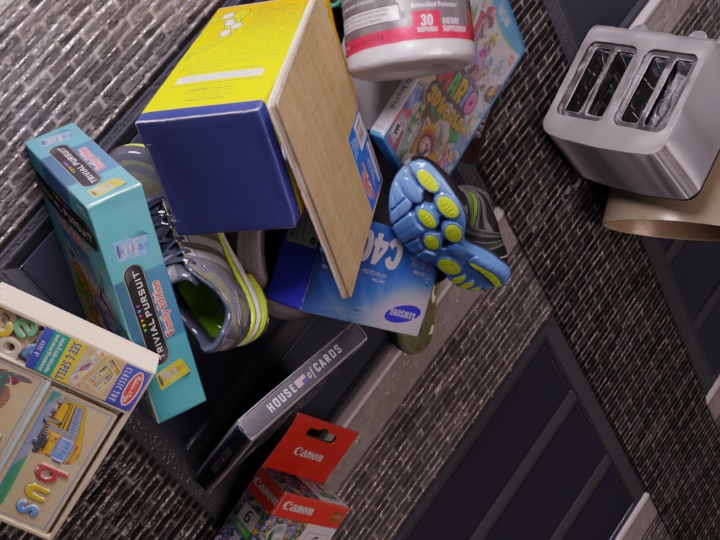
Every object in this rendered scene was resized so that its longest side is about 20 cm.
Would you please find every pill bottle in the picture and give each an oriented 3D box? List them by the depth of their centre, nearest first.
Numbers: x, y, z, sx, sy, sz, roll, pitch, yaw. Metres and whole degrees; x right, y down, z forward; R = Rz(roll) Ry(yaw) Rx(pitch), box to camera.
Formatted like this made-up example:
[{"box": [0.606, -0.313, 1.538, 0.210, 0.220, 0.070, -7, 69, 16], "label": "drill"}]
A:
[{"box": [0.033, -0.267, 1.074, 0.110, 0.110, 0.202, -7, 91, -45], "label": "pill bottle"}]

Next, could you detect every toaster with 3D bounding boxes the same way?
[{"box": [0.328, -0.182, 1.492, 0.119, 0.180, 0.201, 37, 77, -44], "label": "toaster"}]

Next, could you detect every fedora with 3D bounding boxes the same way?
[{"box": [-0.065, -0.051, 1.192, 0.200, 0.090, 0.178, -35, 130, -41], "label": "fedora"}]

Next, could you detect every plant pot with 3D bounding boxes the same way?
[{"box": [0.405, -0.148, 1.604, 0.187, 0.186, 0.202, 11, 83, -48], "label": "plant pot"}]

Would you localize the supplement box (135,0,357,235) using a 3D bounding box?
[{"box": [-0.088, -0.132, 1.061, 0.201, 0.109, 0.110, -67, 148, -50], "label": "supplement box"}]

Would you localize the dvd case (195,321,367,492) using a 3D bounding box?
[{"box": [-0.078, 0.131, 1.206, 0.150, 0.025, 0.200, -40, 175, -28], "label": "dvd case"}]

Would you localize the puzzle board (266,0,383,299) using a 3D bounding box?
[{"box": [-0.027, -0.100, 1.042, 0.151, 0.017, 0.201, -75, 154, -44], "label": "puzzle board"}]

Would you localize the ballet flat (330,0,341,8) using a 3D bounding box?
[{"box": [-0.040, -0.316, 1.128, 0.071, 0.067, 0.201, -51, 137, -30], "label": "ballet flat"}]

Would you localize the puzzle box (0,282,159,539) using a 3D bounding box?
[{"box": [-0.257, 0.116, 0.994, 0.132, 0.025, 0.201, 26, 118, -16], "label": "puzzle box"}]

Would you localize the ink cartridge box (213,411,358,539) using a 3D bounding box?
[{"box": [-0.073, 0.250, 1.309, 0.109, 0.050, 0.201, 25, 100, -48], "label": "ink cartridge box"}]

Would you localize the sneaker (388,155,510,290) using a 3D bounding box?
[{"box": [0.082, -0.051, 1.204, 0.200, 0.070, 0.083, 41, 38, -51], "label": "sneaker"}]

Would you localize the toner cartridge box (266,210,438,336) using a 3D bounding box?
[{"box": [0.000, 0.000, 1.185, 0.199, 0.043, 0.096, 15, 93, -55], "label": "toner cartridge box"}]

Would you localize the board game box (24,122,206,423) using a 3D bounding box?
[{"box": [-0.197, 0.001, 1.027, 0.047, 0.151, 0.201, -25, 124, -21], "label": "board game box"}]

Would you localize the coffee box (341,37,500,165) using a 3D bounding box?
[{"box": [0.058, -0.179, 1.247, 0.200, 0.079, 0.114, 7, 103, -60], "label": "coffee box"}]

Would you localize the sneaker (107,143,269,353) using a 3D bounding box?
[{"box": [-0.150, -0.018, 1.069, 0.201, 0.074, 0.081, 54, 18, -4], "label": "sneaker"}]

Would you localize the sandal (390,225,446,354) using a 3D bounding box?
[{"box": [0.071, 0.000, 1.381, 0.079, 0.057, 0.203, -26, 123, -37], "label": "sandal"}]

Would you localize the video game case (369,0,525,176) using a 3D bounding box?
[{"box": [0.086, -0.170, 1.199, 0.201, 0.018, 0.143, -59, 149, -13], "label": "video game case"}]
